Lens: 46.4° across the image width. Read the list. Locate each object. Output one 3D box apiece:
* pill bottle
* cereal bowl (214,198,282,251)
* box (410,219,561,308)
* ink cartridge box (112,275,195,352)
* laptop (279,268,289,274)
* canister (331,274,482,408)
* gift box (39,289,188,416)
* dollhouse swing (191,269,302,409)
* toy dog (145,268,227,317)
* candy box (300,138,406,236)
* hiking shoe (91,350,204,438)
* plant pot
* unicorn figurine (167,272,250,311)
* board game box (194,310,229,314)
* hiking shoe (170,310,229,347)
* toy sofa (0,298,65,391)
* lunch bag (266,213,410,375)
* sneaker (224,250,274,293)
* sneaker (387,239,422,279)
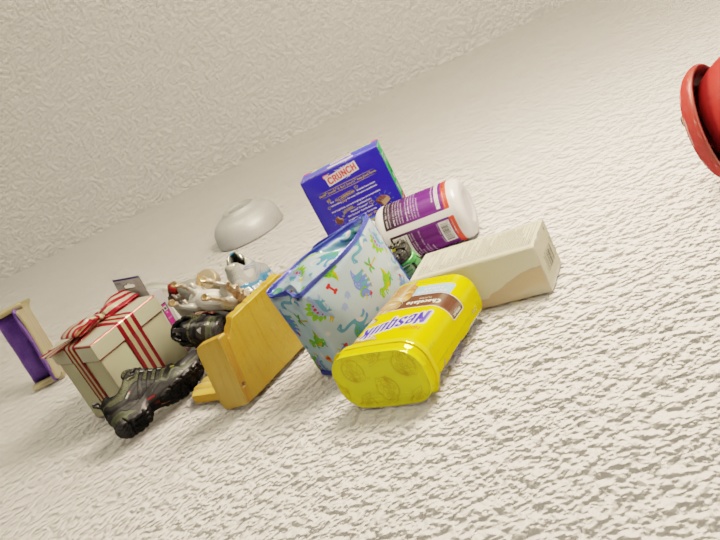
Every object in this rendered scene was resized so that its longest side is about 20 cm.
[{"bbox_3d":[0.106,-0.083,1.525,0.200,0.113,0.112,-20,20,21],"label":"pill bottle"},{"bbox_3d":[-0.317,-0.138,2.302,0.200,0.083,0.200,-24,20,9],"label":"cereal bowl"},{"bbox_3d":[0.185,0.002,1.247,0.200,0.078,0.095,-16,22,31],"label":"box"},{"bbox_3d":[-0.397,0.093,1.626,0.095,0.200,0.037,-8,27,42],"label":"ink cartridge box"},{"bbox_3d":[-0.162,0.030,1.584,0.187,0.116,0.200,-29,-19,0],"label":"laptop"},{"bbox_3d":[0.070,0.093,1.161,0.148,0.087,0.200,-13,22,37],"label":"canister"},{"bbox_3d":[-0.461,0.157,1.568,0.200,0.187,0.185,-11,25,38],"label":"gift box"},{"bbox_3d":[-0.206,0.111,1.394,0.176,0.182,0.200,3,35,36],"label":"dollhouse swing"},{"bbox_3d":[-0.346,0.065,1.694,0.200,0.132,0.096,-18,59,39],"label":"toy dog"},{"bbox_3d":[0.001,-0.131,1.657,0.169,0.200,0.077,-25,19,8],"label":"candy box"},{"bbox_3d":[-0.357,0.189,1.434,0.101,0.076,0.200,38,59,23],"label":"hiking shoe"},{"bbox_3d":[0.561,-0.228,1.160,0.182,0.200,0.200,-21,18,44],"label":"plant pot"},{"bbox_3d":[-0.277,0.046,1.514,0.200,0.137,0.074,14,86,32],"label":"unicorn figurine"},{"bbox_3d":[-0.268,0.078,1.741,0.200,0.035,0.135,-30,19,-7],"label":"board game box"},{"bbox_3d":[-0.294,0.106,1.540,0.101,0.076,0.200,6,-8,-6],"label":"hiking shoe"},{"bbox_3d":[-0.757,0.173,1.917,0.083,0.200,0.098,-27,14,2],"label":"toy sofa"},{"bbox_3d":[-0.015,0.037,1.273,0.200,0.170,0.127,-45,25,-26],"label":"lunch bag"},{"bbox_3d":[-0.225,-0.003,1.656,0.075,0.087,0.200,-30,8,3],"label":"sneaker"},{"bbox_3d":[0.038,0.023,1.418,0.200,0.085,0.078,-27,26,52],"label":"sneaker"}]
